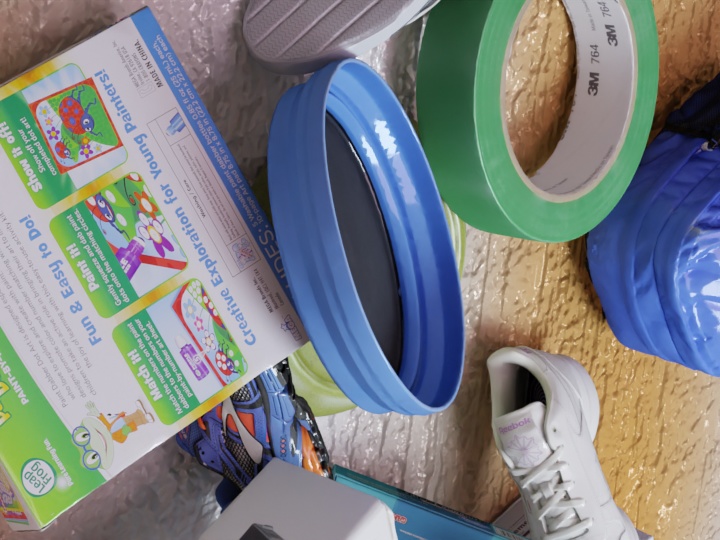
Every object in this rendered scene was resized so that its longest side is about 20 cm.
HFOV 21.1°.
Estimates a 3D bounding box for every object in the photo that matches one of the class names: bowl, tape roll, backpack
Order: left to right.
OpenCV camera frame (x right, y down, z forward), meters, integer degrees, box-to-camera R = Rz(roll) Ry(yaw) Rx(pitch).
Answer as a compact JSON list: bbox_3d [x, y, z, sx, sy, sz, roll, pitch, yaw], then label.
[{"bbox_3d":[0.004,-0.016,1.067,0.201,0.039,0.201,-15,90,-72],"label":"bowl"},{"bbox_3d":[0.115,-0.120,1.224,0.200,0.048,0.201,-13,107,-47],"label":"tape roll"},{"bbox_3d":[0.263,-0.029,1.341,0.200,0.168,0.163,-38,122,-22],"label":"backpack"}]

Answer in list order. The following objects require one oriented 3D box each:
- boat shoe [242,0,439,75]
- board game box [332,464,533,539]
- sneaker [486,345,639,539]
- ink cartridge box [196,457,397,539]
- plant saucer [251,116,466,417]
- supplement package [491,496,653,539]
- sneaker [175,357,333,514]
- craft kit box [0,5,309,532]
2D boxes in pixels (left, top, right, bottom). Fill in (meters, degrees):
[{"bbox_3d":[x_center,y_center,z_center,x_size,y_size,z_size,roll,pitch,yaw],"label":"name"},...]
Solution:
[{"bbox_3d":[0.022,-0.170,1.116,0.200,0.072,0.071,-35,165,-9],"label":"boat shoe"},{"bbox_3d":[0.017,0.244,1.230,0.151,0.047,0.200,21,91,-2],"label":"board game box"},{"bbox_3d":[0.123,0.142,1.281,0.100,0.075,0.200,26,43,-51],"label":"sneaker"},{"bbox_3d":[-0.063,0.225,1.075,0.200,0.084,0.144,-45,141,-35],"label":"ink cartridge box"},{"bbox_3d":[0.000,0.000,1.193,0.200,0.031,0.200,-19,119,-38],"label":"plant saucer"},{"bbox_3d":[0.136,0.284,1.377,0.156,0.111,0.200,-38,130,-27],"label":"supplement package"},{"bbox_3d":[-0.074,0.077,1.117,0.078,0.075,0.200,-19,120,1],"label":"sneaker"},{"bbox_3d":[-0.142,-0.003,0.987,0.197,0.048,0.200,-34,100,-33],"label":"craft kit box"}]
